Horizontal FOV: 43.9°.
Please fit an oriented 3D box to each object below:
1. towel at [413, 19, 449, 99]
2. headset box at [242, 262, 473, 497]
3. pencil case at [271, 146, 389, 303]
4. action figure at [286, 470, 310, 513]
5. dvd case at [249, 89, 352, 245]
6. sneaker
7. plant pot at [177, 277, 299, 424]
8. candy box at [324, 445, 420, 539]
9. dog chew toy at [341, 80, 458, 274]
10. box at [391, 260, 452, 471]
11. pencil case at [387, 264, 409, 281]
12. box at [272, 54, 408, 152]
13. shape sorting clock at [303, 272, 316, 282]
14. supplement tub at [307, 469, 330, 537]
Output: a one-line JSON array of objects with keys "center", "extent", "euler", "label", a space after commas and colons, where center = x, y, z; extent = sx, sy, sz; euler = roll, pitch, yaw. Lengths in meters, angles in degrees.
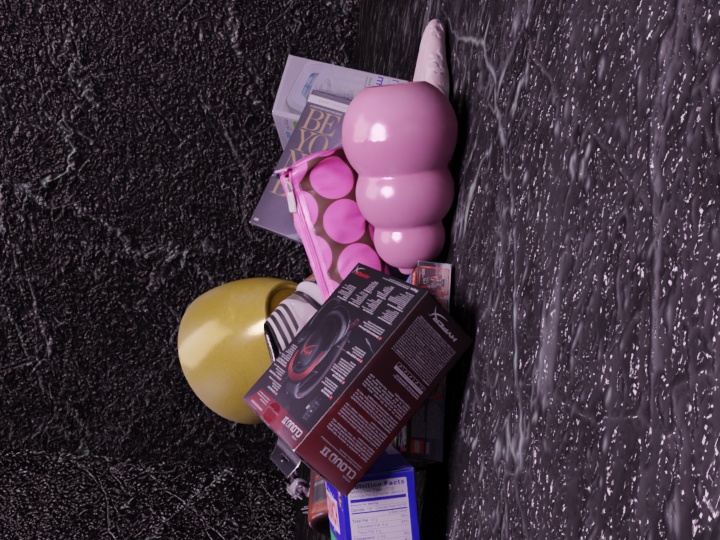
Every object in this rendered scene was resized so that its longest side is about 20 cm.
[{"center": [0.080, -0.179, 1.118], "extent": [0.192, 0.032, 0.201], "euler": [100, 174, -46], "label": "towel"}, {"center": [-0.014, 0.101, 0.826], "extent": [0.200, 0.075, 0.148], "euler": [-49, 25, -10], "label": "headset box"}, {"center": [-0.027, -0.031, 0.996], "extent": [0.093, 0.090, 0.202], "euler": [-20, -91, -53], "label": "pencil case"}, {"center": [-0.054, 0.280, 1.339], "extent": [0.069, 0.129, 0.202], "euler": [-34, 71, 55], "label": "action figure"}, {"center": [-0.039, -0.127, 1.148], "extent": [0.201, 0.148, 0.016], "euler": [-65, -24, -10], "label": "dvd case"}, {"center": [-0.033, 0.115, 1.038], "extent": [0.115, 0.200, 0.076], "euler": [-42, -12, -32], "label": "sneaker"}, {"center": [-0.125, 0.090, 1.208], "extent": [0.142, 0.199, 0.202], "euler": [-33, 43, 42], "label": "plant pot"}, {"center": [0.013, 0.279, 0.876], "extent": [0.169, 0.076, 0.202], "euler": [168, 97, -82], "label": "candy box"}, {"center": [0.047, -0.096, 0.953], "extent": [0.125, 0.123, 0.202], "euler": [-108, 11, -77], "label": "dog chew toy"}, {"center": [0.062, 0.106, 0.948], "extent": [0.137, 0.039, 0.202], "euler": [111, 164, -73], "label": "box"}, {"center": [0.026, -0.023, 1.075], "extent": [0.091, 0.082, 0.202], "euler": [-26, -67, -60], "label": "pencil case"}, {"center": [-0.023, -0.206, 1.295], "extent": [0.200, 0.175, 0.098], "euler": [80, -157, -75], "label": "box"}, {"center": [-0.022, -0.018, 1.404], "extent": [0.039, 0.199, 0.200], "euler": [53, -174, -15], "label": "shape sorting clock"}, {"center": [-0.017, 0.262, 1.250], "extent": [0.107, 0.106, 0.202], "euler": [104, 170, -54], "label": "supplement tub"}]
